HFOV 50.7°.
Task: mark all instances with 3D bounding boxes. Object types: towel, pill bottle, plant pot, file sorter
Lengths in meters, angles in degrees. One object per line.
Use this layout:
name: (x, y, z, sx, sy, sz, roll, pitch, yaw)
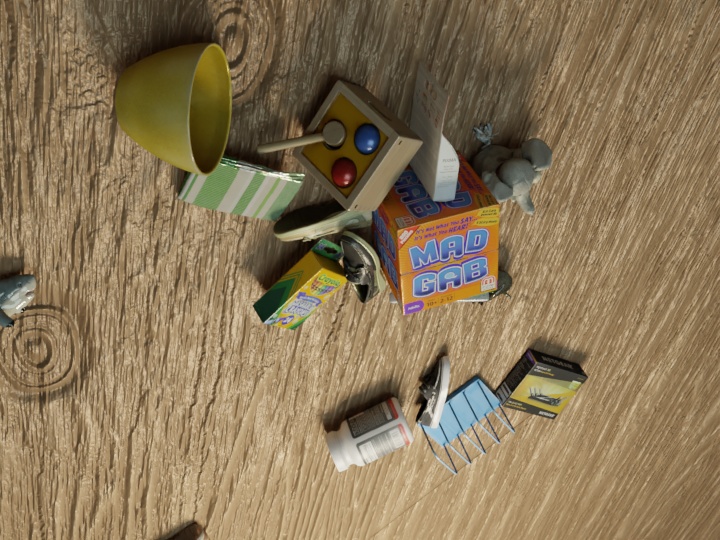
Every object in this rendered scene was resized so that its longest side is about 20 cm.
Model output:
towel: (-0.216, -0.149, 1.364, 0.196, 0.024, 0.153, 9, 148, -27)
pill bottle: (0.020, 0.399, 1.835, 0.197, 0.117, 0.117, -24, 130, -1)
plant pot: (-0.299, -0.259, 1.195, 0.139, 0.202, 0.203, 7, 127, 7)
file sorter: (0.270, 0.398, 1.925, 0.199, 0.123, 0.139, -38, 129, 10)

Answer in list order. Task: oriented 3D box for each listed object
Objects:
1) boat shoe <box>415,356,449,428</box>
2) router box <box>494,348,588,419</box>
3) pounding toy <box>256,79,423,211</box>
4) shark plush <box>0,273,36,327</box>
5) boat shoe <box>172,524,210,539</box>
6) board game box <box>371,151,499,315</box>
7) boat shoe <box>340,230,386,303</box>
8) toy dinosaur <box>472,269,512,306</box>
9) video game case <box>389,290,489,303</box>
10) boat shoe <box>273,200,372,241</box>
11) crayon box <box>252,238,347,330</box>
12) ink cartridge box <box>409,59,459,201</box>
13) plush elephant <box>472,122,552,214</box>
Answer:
boat shoe: (0.173, 0.296, 1.852, 0.065, 0.070, 0.203, 8, 121, -3)
router box: (0.470, 0.298, 1.971, 0.197, 0.053, 0.159, 17, 117, -30)
pounding toy: (-0.037, -0.217, 1.318, 0.185, 0.200, 0.141, -53, 160, 21)
shark plush: (-0.684, 0.040, 1.359, 0.195, 0.091, 0.085, 7, 105, 0)
boat shoe: (-0.466, 0.724, 1.922, 0.198, 0.076, 0.072, -31, 132, 6)
board game box: (0.138, -0.075, 1.470, 0.196, 0.201, 0.203, -15, 129, -9)
boat shoe: (-0.001, 0.000, 1.509, 0.066, 0.071, 0.202, -54, 149, -18)
toy dinosaur: (0.294, 0.029, 1.689, 0.198, 0.078, 0.102, 32, 123, -31)
video game case: (0.163, 0.056, 1.575, 0.195, 0.182, 0.023, -1, 87, 7)
boat shoe: (-0.070, -0.089, 1.468, 0.197, 0.073, 0.064, -21, 126, -15)
crayon box: (-0.106, 0.032, 1.524, 0.200, 0.052, 0.125, -43, 155, 13)
ink cartridge box: (0.135, -0.252, 1.364, 0.046, 0.161, 0.203, -5, 127, -15)
plush elephant: (0.293, -0.178, 1.478, 0.163, 0.156, 0.201, -31, 129, 0)
